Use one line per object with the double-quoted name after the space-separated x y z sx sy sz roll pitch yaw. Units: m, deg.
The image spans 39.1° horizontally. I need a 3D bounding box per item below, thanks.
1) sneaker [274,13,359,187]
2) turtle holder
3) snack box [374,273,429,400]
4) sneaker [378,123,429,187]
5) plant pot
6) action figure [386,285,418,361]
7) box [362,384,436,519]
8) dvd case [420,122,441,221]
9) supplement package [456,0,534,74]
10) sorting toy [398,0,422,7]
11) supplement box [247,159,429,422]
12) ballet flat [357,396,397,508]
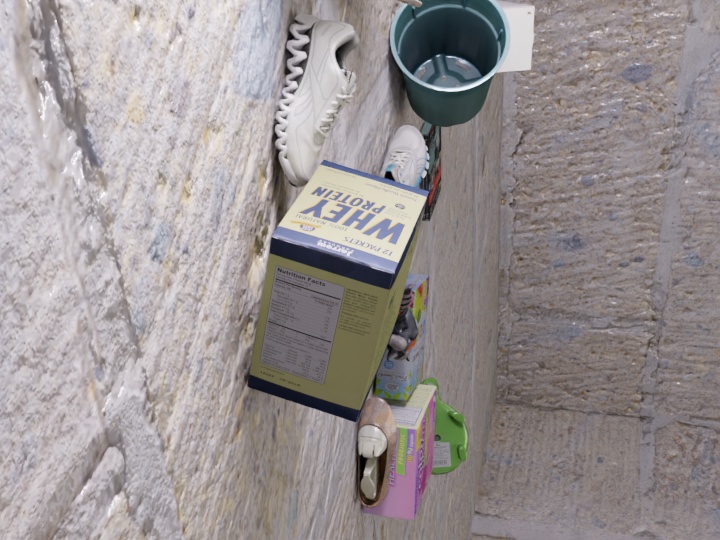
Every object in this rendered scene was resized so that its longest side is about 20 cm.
-0.049 -0.194 1.161 0.075 0.080 0.202 29 69 -78 "sneaker"
0.147 0.337 2.142 0.186 0.140 0.132 57 -5 4 "turtle holder"
0.078 0.117 1.852 0.169 0.067 0.202 -36 132 -74 "snack box"
0.065 -0.163 1.685 0.087 0.074 0.202 57 40 -61 "sneaker"
0.151 -0.356 1.756 0.196 0.198 0.202 82 16 -72 "plant pot"
0.047 0.095 1.639 0.194 0.104 0.201 70 29 -51 "action figure"
0.074 0.323 1.848 0.200 0.096 0.178 -46 139 -69 "box"
0.148 -0.225 2.119 0.146 0.022 0.201 -67 159 -54 "dvd case"
0.227 -0.454 1.940 0.200 0.119 0.122 33 -52 56 "supplement package"
0.015 -0.456 1.316 0.180 0.106 0.202 -18 113 -68 "sorting toy"
-0.024 0.019 1.144 0.200 0.133 0.201 -64 169 -57 "supplement box"
0.023 0.313 1.703 0.067 0.067 0.202 -43 136 -60 "ballet flat"
